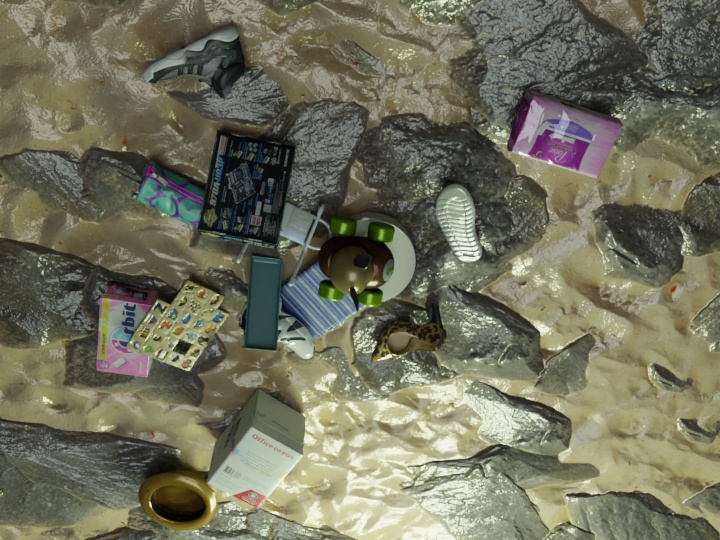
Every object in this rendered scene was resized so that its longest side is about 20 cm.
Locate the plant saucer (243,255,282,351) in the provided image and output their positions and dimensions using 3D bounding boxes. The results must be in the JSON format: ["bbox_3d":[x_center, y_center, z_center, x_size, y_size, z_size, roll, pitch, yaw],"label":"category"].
[{"bbox_3d":[-0.204,0.069,1.675,0.069,0.203,0.019,6,160,-13],"label":"plant saucer"}]

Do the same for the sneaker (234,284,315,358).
[{"bbox_3d":[-0.193,0.143,1.722,0.079,0.130,0.200,0,131,50],"label":"sneaker"}]

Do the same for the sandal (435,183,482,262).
[{"bbox_3d":[0.204,-0.103,1.655,0.081,0.050,0.204,-3,132,17],"label":"sandal"}]

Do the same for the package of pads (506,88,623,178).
[{"bbox_3d":[0.393,-0.263,1.553,0.197,0.076,0.122,15,116,-9],"label":"package of pads"}]

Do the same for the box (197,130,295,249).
[{"bbox_3d":[-0.219,-0.156,1.553,0.156,0.046,0.203,10,82,-5],"label":"box"}]

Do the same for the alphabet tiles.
[{"bbox_3d":[-0.387,0.116,1.737,0.166,0.008,0.201,28,104,-37],"label":"alphabet tiles"}]

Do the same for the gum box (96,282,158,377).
[{"bbox_3d":[-0.508,0.127,1.751,0.112,0.066,0.203,9,118,-8],"label":"gum box"}]

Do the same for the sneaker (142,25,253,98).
[{"bbox_3d":[-0.298,-0.364,1.484,0.198,0.076,0.115,-22,114,8],"label":"sneaker"}]

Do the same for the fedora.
[{"bbox_3d":[-0.441,0.547,1.972,0.197,0.082,0.203,2,120,4],"label":"fedora"}]

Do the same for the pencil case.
[{"bbox_3d":[-0.348,-0.140,1.598,0.198,0.086,0.092,25,159,-15],"label":"pencil case"}]

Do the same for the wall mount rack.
[{"bbox_3d":[-0.160,-0.075,1.614,0.198,0.075,0.176,23,91,-4],"label":"wall mount rack"}]

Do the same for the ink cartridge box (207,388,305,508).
[{"bbox_3d":[-0.239,0.413,1.867,0.144,0.145,0.201,33,114,-17],"label":"ink cartridge box"}]

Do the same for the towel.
[{"bbox_3d":[-0.081,0.056,1.719,0.199,0.024,0.145,-33,109,32],"label":"towel"}]

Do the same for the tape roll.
[{"bbox_3d":[0.018,-0.026,1.696,0.199,0.037,0.206,0,118,0],"label":"tape roll"}]

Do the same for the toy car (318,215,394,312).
[{"bbox_3d":[0.000,0.000,1.553,0.155,0.200,0.167,8,103,-9],"label":"toy car"}]

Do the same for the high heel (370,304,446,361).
[{"bbox_3d":[0.099,0.166,1.741,0.199,0.143,0.071,-38,113,18],"label":"high heel"}]

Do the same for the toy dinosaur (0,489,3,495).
[{"bbox_3d":[-0.992,0.545,1.974,0.197,0.058,0.102,2,120,-2],"label":"toy dinosaur"}]
